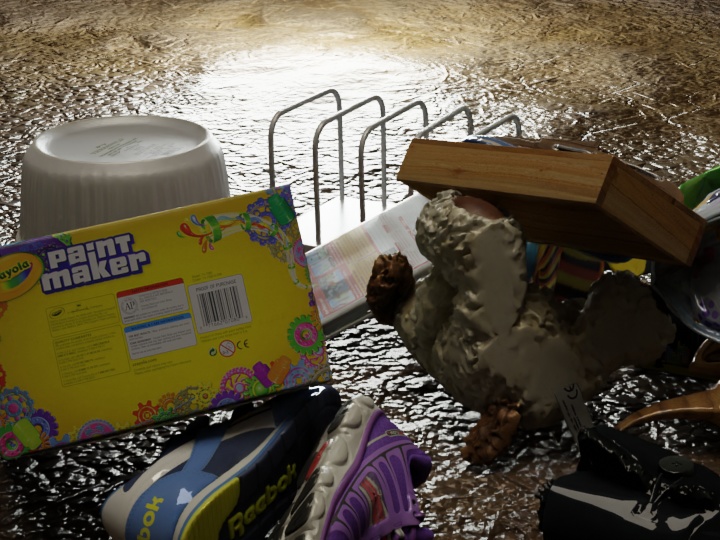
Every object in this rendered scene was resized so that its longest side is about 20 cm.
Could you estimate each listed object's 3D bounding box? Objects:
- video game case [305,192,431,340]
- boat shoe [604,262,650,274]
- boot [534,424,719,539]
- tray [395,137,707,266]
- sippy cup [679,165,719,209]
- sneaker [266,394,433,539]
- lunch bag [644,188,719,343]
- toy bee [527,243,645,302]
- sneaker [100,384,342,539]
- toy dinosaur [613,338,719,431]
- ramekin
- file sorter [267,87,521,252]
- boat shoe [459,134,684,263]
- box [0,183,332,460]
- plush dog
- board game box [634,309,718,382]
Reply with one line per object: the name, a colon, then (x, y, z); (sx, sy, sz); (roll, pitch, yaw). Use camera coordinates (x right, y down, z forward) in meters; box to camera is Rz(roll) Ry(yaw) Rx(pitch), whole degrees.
video game case: (0.000, 0.000, 1.275); (0.199, 0.018, 0.143); (-28, 23, -1)
boat shoe: (0.208, -0.028, 1.396); (0.074, 0.061, 0.199); (-37, 15, -24)
boot: (0.213, 0.122, 0.963); (0.167, 0.077, 0.200); (18, 33, 33)
tray: (0.123, -0.048, 1.098); (0.098, 0.037, 0.199); (29, -11, -35)
sippy cup: (0.356, -0.046, 1.365); (0.177, 0.140, 0.130); (-35, 3, 45)
sneaker: (-0.001, 0.145, 0.916); (0.083, 0.081, 0.200); (32, 35, -2)
lunch bag: (0.306, -0.015, 1.106); (0.198, 0.129, 0.169); (10, 18, 27)
toy bee: (0.151, -0.035, 1.298); (0.130, 0.110, 0.200); (10, 12, -28)
sneaker: (-0.077, 0.118, 0.995); (0.081, 0.075, 0.200); (8, 20, 28)
toy dinosaur: (0.240, 0.086, 1.088); (0.197, 0.061, 0.106); (0, 21, 2)
ramekin: (-0.207, -0.067, 1.457); (0.198, 0.106, 0.200); (0, 19, 0)
file sorter: (0.032, -0.079, 1.456); (0.198, 0.126, 0.139); (11, 23, 27)
boat shoe: (0.152, -0.059, 1.210); (0.072, 0.073, 0.199); (-27, 35, -29)
box: (-0.142, 0.034, 1.038); (0.198, 0.123, 0.193); (-13, -1, -14)
plush dog: (0.091, 0.047, 1.139); (0.198, 0.162, 0.172); (24, -2, -16)
board game box: (0.323, 0.036, 1.229); (0.198, 0.057, 0.165); (9, 24, 25)
